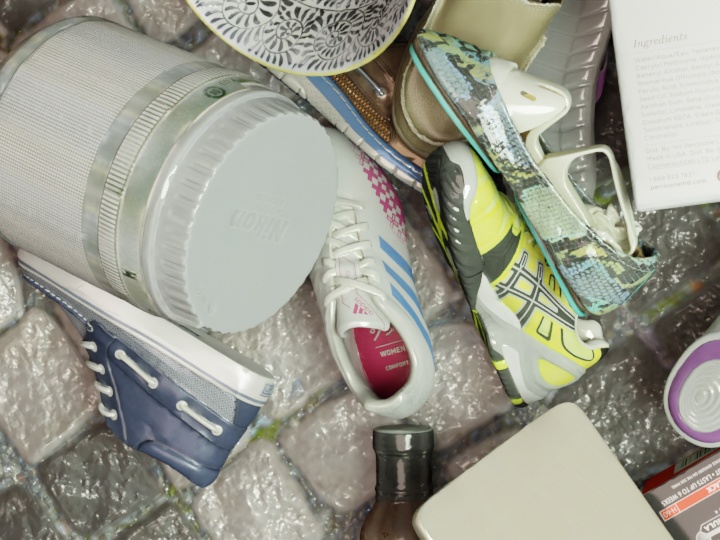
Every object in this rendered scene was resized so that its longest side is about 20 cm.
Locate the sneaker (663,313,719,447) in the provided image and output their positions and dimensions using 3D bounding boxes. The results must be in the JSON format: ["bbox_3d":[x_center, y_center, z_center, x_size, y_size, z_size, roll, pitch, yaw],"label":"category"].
[{"bbox_3d":[0.260,0.017,1.050,0.075,0.100,0.200,44,115,13],"label":"sneaker"}]

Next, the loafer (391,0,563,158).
[{"bbox_3d":[0.081,-0.160,1.056,0.076,0.067,0.200,29,96,1],"label":"loafer"}]

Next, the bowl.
[{"bbox_3d":[-0.026,-0.230,1.070,0.200,0.094,0.201,19,128,26],"label":"bowl"}]

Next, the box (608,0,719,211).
[{"bbox_3d":[0.210,-0.141,1.033,0.106,0.152,0.201,-7,92,15],"label":"box"}]

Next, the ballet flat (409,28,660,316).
[{"bbox_3d":[0.108,-0.069,1.013,0.074,0.074,0.200,-32,101,13],"label":"ballet flat"}]

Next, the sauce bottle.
[{"bbox_3d":[0.031,0.203,1.142,0.065,0.065,0.201,1,92,14],"label":"sauce bottle"}]

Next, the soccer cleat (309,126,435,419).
[{"bbox_3d":[0.000,0.000,1.126,0.070,0.086,0.201,-20,88,14],"label":"soccer cleat"}]

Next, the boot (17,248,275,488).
[{"bbox_3d":[-0.163,0.062,1.175,0.200,0.073,0.090,31,94,10],"label":"boot"}]

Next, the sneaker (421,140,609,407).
[{"bbox_3d":[0.095,-0.006,1.082,0.076,0.075,0.200,-24,128,2],"label":"sneaker"}]

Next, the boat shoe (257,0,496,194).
[{"bbox_3d":[0.015,-0.115,1.124,0.200,0.072,0.072,39,100,9],"label":"boat shoe"}]

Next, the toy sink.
[{"bbox_3d":[0.121,0.202,1.074,0.130,0.112,0.200,-35,87,-19],"label":"toy sink"}]

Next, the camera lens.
[{"bbox_3d":[-0.135,-0.063,1.097,0.200,0.160,0.160,24,99,31],"label":"camera lens"}]

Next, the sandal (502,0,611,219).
[{"bbox_3d":[0.126,-0.125,1.110,0.082,0.050,0.203,8,90,30],"label":"sandal"}]

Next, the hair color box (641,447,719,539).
[{"bbox_3d":[0.270,0.198,1.084,0.101,0.061,0.200,-33,86,12],"label":"hair color box"}]
